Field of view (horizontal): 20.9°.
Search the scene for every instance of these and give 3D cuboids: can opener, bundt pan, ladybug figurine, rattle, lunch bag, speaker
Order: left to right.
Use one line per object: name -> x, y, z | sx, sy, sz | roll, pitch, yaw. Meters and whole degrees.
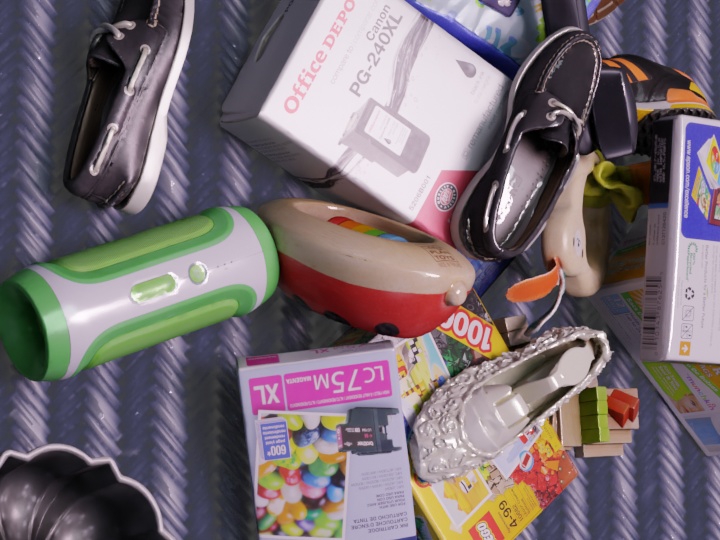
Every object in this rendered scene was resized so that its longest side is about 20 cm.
bundt pan -> -0.223, 0.220, 1.321 | 0.200, 0.076, 0.204 | 6, 79, -34
speaker -> -0.157, 0.014, 1.397 | 0.199, 0.088, 0.089 | -20, 93, -36
ladybug figurine -> 0.000, 0.000, 1.456 | 0.135, 0.199, 0.073 | 3, 104, -44
lunch bag -> 0.112, -0.272, 1.610 | 0.169, 0.127, 0.202 | 25, 70, -26
can opener -> 0.171, -0.185, 1.568 | 0.063, 0.078, 0.202 | -68, 145, -70
rattle -> 0.211, -0.022, 1.598 | 0.200, 0.141, 0.131 | -54, 154, -61

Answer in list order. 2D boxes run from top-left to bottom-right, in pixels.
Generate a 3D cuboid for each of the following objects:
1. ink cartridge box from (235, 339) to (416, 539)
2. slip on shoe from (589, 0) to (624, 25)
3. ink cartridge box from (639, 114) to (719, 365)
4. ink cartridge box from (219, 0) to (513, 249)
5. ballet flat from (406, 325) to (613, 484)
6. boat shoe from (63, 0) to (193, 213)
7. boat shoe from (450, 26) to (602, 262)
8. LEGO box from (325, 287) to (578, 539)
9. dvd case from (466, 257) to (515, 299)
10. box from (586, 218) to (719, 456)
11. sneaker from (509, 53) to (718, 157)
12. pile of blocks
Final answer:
ink cartridge box -> -0.022, 0.158, 1.441 | 0.118, 0.042, 0.202 | -7, 102, -3
slip on shoe -> 0.226, -0.281, 1.733 | 0.199, 0.076, 0.061 | -36, 72, -29
ink cartridge box -> 0.323, -0.018, 1.621 | 0.198, 0.047, 0.200 | 6, 85, -33
ink cartridge box -> 0.013, -0.126, 1.518 | 0.199, 0.083, 0.146 | 33, 77, -22
ballet flat -> 0.119, 0.093, 1.495 | 0.199, 0.072, 0.072 | -33, 101, -34
boat shoe -> -0.171, -0.144, 1.419 | 0.060, 0.074, 0.202 | 16, 80, -33
boat shoe -> 0.137, -0.097, 1.496 | 0.074, 0.060, 0.201 | 36, 79, -23
LEGO box -> 0.059, 0.122, 1.535 | 0.149, 0.077, 0.201 | -39, 105, -33
dvd case -> 0.075, -0.093, 1.620 | 0.143, 0.017, 0.201 | -47, 109, -30
box -> 0.308, 0.052, 1.701 | 0.200, 0.112, 0.101 | 51, 58, -16
sneaker -> 0.212, -0.155, 1.707 | 0.198, 0.070, 0.090 | 9, 40, -20
pile of blocks -> 0.163, 0.101, 1.622 | 0.199, 0.062, 0.083 | 30, 66, -27
